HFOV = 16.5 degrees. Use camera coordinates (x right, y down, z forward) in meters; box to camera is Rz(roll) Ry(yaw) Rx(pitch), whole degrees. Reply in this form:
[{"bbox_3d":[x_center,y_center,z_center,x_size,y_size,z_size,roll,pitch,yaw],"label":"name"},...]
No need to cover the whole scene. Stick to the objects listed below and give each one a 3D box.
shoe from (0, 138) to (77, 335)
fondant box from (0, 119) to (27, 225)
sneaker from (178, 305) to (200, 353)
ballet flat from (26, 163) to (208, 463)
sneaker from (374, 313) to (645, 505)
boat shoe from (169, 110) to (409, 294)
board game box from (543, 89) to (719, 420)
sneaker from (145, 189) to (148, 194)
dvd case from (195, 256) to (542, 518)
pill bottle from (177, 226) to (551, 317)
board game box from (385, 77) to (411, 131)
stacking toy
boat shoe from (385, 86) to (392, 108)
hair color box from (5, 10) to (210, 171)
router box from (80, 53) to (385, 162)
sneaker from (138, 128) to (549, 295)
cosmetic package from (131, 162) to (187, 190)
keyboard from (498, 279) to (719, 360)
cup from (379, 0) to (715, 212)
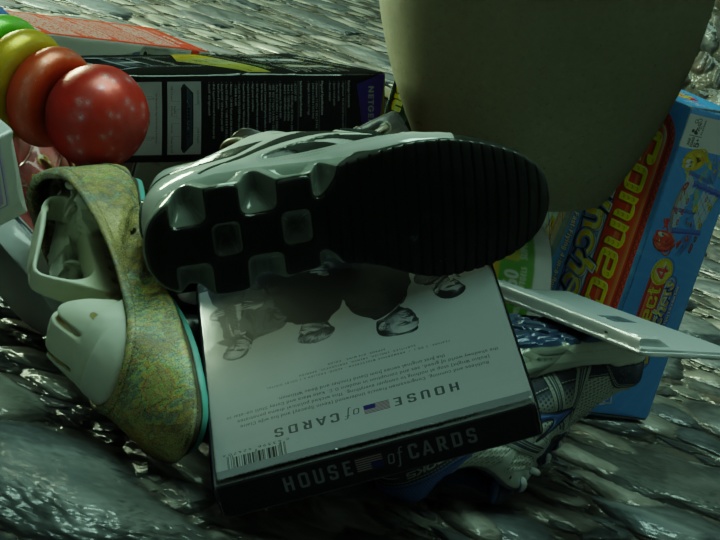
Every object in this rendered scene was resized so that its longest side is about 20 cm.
[{"bbox_3d":[-0.179,-0.044,1.352,0.091,0.072,0.200,-31,43,-18],"label":"shoe"},{"bbox_3d":[-0.283,-0.065,1.238,0.144,0.058,0.200,-31,50,-28],"label":"fondant box"},{"bbox_3d":[-0.031,0.028,1.314,0.199,0.090,0.070,15,12,-11],"label":"sneaker"},{"bbox_3d":[-0.126,0.018,1.201,0.070,0.071,0.200,11,36,-27],"label":"ballet flat"},{"bbox_3d":[0.071,0.072,1.273,0.200,0.086,0.077,-9,15,-43],"label":"sneaker"},{"bbox_3d":[-0.056,-0.037,1.333,0.199,0.074,0.074,-16,-4,-23],"label":"boat shoe"},{"bbox_3d":[0.130,-0.035,1.564,0.056,0.201,0.196,9,14,-40],"label":"board game box"},{"bbox_3d":[-0.198,-0.041,1.455,0.200,0.074,0.081,23,17,36],"label":"sneaker"},{"bbox_3d":[-0.002,0.040,1.184,0.150,0.025,0.200,-15,28,1],"label":"dvd case"},{"bbox_3d":[0.000,0.000,1.436,0.199,0.111,0.111,13,12,-16],"label":"pill bottle"},{"bbox_3d":[0.042,-0.075,1.622,0.023,0.201,0.105,23,14,28],"label":"board game box"},{"bbox_3d":[-0.192,-0.102,1.321,0.200,0.086,0.085,25,14,36],"label":"stacking toy"},{"bbox_3d":[0.031,-0.064,1.703,0.073,0.063,0.200,28,-14,41],"label":"boat shoe"},{"bbox_3d":[-0.197,-0.111,1.670,0.064,0.111,0.200,25,14,34],"label":"hair color box"},{"bbox_3d":[-0.089,-0.099,1.485,0.157,0.052,0.200,-2,9,-17],"label":"router box"},{"bbox_3d":[-0.010,-0.042,1.209,0.199,0.074,0.089,-3,25,-9],"label":"sneaker"},{"bbox_3d":[-0.076,-0.053,1.667,0.105,0.071,0.200,21,12,14],"label":"cosmetic package"},{"bbox_3d":[0.126,0.026,1.291,0.056,0.011,0.200,10,5,-21],"label":"keyboard"},{"bbox_3d":[0.101,-0.115,1.441,0.200,0.144,0.200,6,14,-1],"label":"cup"}]
